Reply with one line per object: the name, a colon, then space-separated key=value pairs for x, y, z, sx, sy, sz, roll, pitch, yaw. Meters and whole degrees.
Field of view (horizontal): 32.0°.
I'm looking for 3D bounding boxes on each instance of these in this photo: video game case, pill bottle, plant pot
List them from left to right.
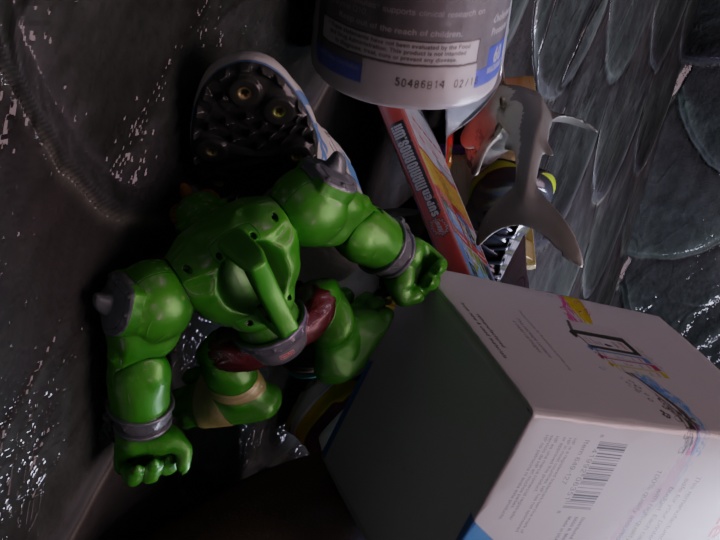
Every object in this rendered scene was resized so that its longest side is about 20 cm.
plant pot: x=-0.060 y=0.203 z=0.743 sx=0.200 sy=0.187 sz=0.187 roll=9 pitch=99 yaw=-58
pill bottle: x=0.036 y=-0.201 z=0.694 sx=0.114 sy=0.114 sz=0.200 roll=-48 pitch=151 yaw=-53
video game case: x=0.054 y=-0.048 z=0.857 sx=0.143 sy=0.017 sz=0.200 roll=32 pitch=36 yaw=-73

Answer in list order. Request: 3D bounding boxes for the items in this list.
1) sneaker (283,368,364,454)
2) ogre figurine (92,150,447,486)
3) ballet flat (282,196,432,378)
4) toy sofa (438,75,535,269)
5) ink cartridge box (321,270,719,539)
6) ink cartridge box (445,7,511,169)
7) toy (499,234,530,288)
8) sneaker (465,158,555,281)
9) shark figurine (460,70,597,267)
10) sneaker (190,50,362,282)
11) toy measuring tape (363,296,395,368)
sneaker: x=0.037 y=0.089 z=0.951 sx=0.200 sy=0.090 sz=0.075 roll=-37 pitch=162 yaw=-33
ogre figurine: x=-0.051 y=0.016 z=0.639 sx=0.098 sy=0.200 sz=0.120 roll=-109 pitch=180 yaw=-48
ballet flat: x=0.000 y=0.000 z=0.870 sx=0.200 sy=0.068 sz=0.068 roll=-40 pitch=130 yaw=-51
toy sofa: x=0.111 y=-0.082 z=1.138 sx=0.200 sy=0.097 sz=0.083 roll=80 pitch=8 yaw=-57
ink cartridge box: x=0.112 y=0.107 z=0.739 sx=0.200 sy=0.145 sz=0.147 roll=11 pitch=116 yaw=-32
ink cartridge box: x=0.092 y=-0.178 z=0.945 sx=0.200 sy=0.057 sz=0.163 roll=80 pitch=17 yaw=-49
toy: x=0.119 y=0.077 z=0.940 sx=0.200 sy=0.047 sz=0.115 roll=-80 pitch=-165 yaw=-56
sneaker: x=0.110 y=-0.020 z=1.073 sx=0.200 sy=0.074 sz=0.081 roll=116 pitch=-14 yaw=-54
shark figurine: x=0.133 y=-0.096 z=0.920 sx=0.215 sy=0.089 sz=0.128 roll=-99 pitch=-157 yaw=-66
sneaker: x=-0.044 y=-0.061 z=0.688 sx=0.200 sy=0.072 sz=0.073 roll=64 pitch=18 yaw=-60
toy measuring tape: x=0.050 y=0.061 z=0.837 sx=0.074 sy=0.073 sz=0.200 roll=-67 pitch=152 yaw=-15
